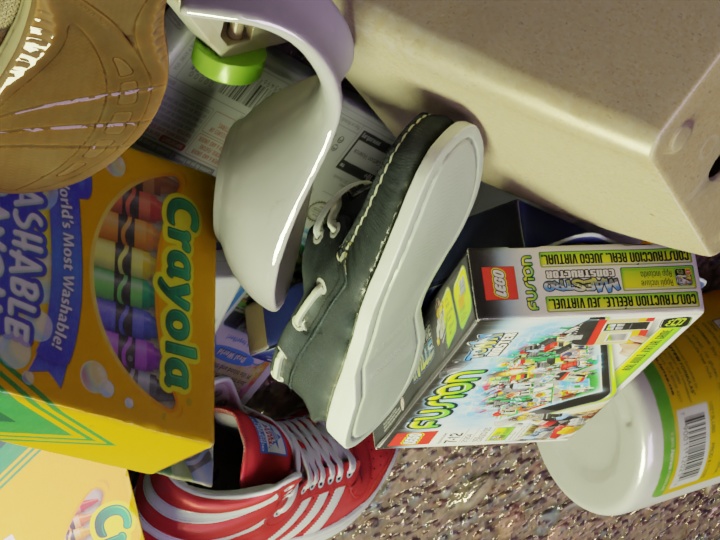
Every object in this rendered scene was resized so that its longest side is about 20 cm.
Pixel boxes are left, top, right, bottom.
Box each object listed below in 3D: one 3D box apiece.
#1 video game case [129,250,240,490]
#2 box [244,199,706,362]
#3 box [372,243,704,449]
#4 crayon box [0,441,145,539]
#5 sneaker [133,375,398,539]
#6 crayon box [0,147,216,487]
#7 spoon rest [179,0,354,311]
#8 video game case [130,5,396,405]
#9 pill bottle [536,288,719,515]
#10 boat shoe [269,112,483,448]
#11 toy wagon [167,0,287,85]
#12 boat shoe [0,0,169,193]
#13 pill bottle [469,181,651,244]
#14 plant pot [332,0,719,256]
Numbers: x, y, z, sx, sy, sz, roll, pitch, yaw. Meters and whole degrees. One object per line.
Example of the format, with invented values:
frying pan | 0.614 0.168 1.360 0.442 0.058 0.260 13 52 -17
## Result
video game case | -0.168 0.069 0.986 0.181 0.022 0.201 -2 136 -36
box | 0.057 0.012 1.029 0.199 0.033 0.121 -19 157 33
box | 0.078 0.040 1.015 0.109 0.035 0.200 -2 159 -14
crayon box | -0.155 0.148 0.958 0.118 0.058 0.202 -19 119 -17
sneaker | -0.039 0.094 1.075 0.199 0.071 0.113 -26 156 -40
crayon box | -0.127 0.007 0.874 0.199 0.127 0.051 18 150 -37
spoon rest | -0.031 -0.057 0.863 0.060 0.100 0.201 9 151 9
video game case | -0.073 -0.021 1.008 0.182 0.024 0.199 -51 142 12
pill bottle | 0.210 0.071 1.269 0.198 0.111 0.112 -13 134 -32
boat shoe | 0.000 0.000 0.924 0.076 0.060 0.201 -38 158 -42
toy wagon | -0.034 -0.154 0.872 0.199 0.040 0.156 -18 137 -41
boat shoe | -0.110 -0.106 0.778 0.071 0.073 0.201 -6 148 -20
pill bottle | 0.145 -0.063 1.081 0.199 0.113 0.113 -6 131 -38
plant pot | 0.110 -0.123 0.888 0.201 0.177 0.200 -53 153 -2
